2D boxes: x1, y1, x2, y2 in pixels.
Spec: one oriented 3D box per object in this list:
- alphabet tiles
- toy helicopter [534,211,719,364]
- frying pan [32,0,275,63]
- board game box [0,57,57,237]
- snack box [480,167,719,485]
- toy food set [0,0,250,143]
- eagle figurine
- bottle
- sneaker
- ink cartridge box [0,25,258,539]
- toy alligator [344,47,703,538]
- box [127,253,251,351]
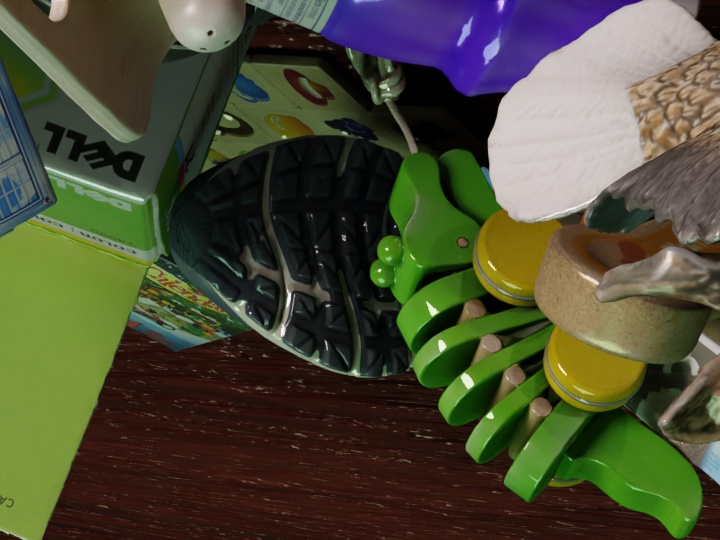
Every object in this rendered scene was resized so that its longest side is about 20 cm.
[{"bbox_3d":[-0.021,-0.043,1.043,0.199,0.006,0.166,7,158,39],"label":"alphabet tiles"},{"bbox_3d":[0.101,-0.012,0.770,0.132,0.079,0.200,32,-156,23],"label":"toy helicopter"},{"bbox_3d":[-0.060,-0.101,0.818,0.190,0.031,0.115,-6,-130,-51],"label":"frying pan"},{"bbox_3d":[-0.157,-0.104,0.734,0.200,0.061,0.200,57,166,15],"label":"board game box"},{"bbox_3d":[0.127,0.034,0.859,0.116,0.037,0.200,11,-159,-42],"label":"snack box"},{"bbox_3d":[-0.002,-0.102,0.624,0.199,0.061,0.144,-22,148,15],"label":"toy food set"},{"bbox_3d":[0.117,-0.038,0.579,0.150,0.152,0.200,-15,153,-10],"label":"eagle figurine"},{"bbox_3d":[-0.004,-0.098,0.747,0.199,0.066,0.084,22,176,-5],"label":"bottle"},{"bbox_3d":[0.000,0.000,0.929,0.086,0.078,0.199,-3,173,42],"label":"sneaker"},{"bbox_3d":[-0.132,-0.035,0.862,0.147,0.201,0.076,19,163,3],"label":"ink cartridge box"},{"bbox_3d":[0.031,0.006,0.824,0.200,0.054,0.059,56,153,21],"label":"toy alligator"},{"bbox_3d":[-0.135,-0.031,1.142,0.199,0.038,0.136,28,164,-17],"label":"box"}]
